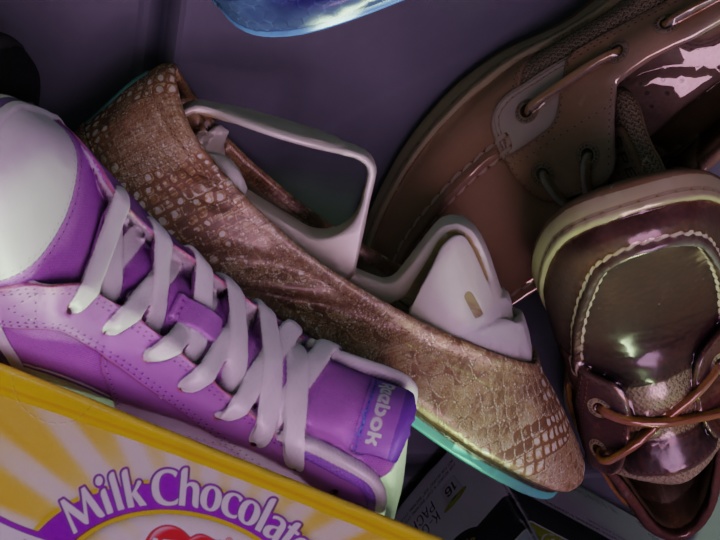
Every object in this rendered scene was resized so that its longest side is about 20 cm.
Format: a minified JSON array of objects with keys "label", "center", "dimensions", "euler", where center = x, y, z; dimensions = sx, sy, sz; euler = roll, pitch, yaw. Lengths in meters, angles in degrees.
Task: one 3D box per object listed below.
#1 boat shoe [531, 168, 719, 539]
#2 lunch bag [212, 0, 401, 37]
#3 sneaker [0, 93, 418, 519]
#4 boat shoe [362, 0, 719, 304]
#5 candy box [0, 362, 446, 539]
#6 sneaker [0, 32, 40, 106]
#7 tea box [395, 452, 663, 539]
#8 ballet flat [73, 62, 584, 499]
[{"label":"boat shoe","center":[0.100,0.035,0.809],"dimensions":[0.072,0.072,0.200],"euler":[-15,153,-3]},{"label":"lunch bag","center":[-0.002,-0.162,0.633],"dimensions":[0.135,0.200,0.133],"euler":[-20,121,-1]},{"label":"sneaker","center":[-0.043,0.018,0.713],"dimensions":[0.114,0.073,0.201],"euler":[3,148,26]},{"label":"boat shoe","center":[0.079,-0.044,0.808],"dimensions":[0.200,0.065,0.071],"euler":[-45,123,11]},{"label":"candy box","center":[-0.036,0.106,0.685],"dimensions":[0.199,0.026,0.103],"euler":[22,70,-14]},{"label":"sneaker","center":[-0.125,0.030,0.747],"dimensions":[0.090,0.070,0.201],"euler":[27,101,12]},{"label":"tea box","center":[0.053,0.202,0.863],"dimensions":[0.133,0.197,0.200],"euler":[30,105,-31]},{"label":"ballet flat","center":[0.000,0.000,0.778],"dimensions":[0.199,0.071,0.065],"euler":[31,103,-12]}]
